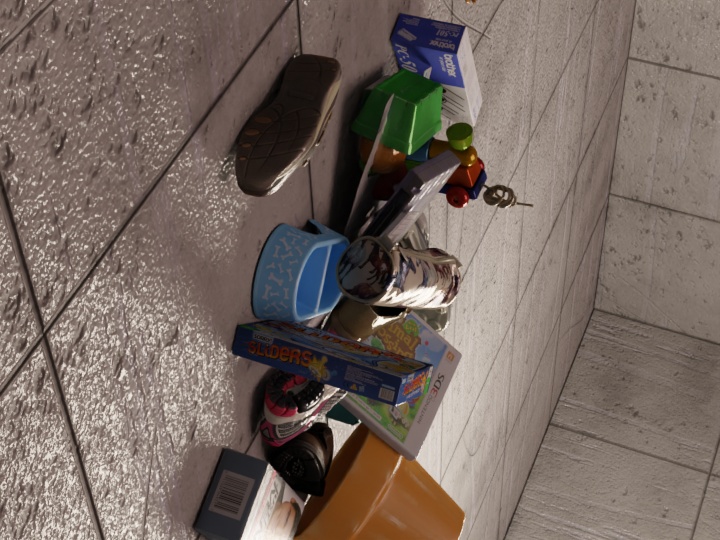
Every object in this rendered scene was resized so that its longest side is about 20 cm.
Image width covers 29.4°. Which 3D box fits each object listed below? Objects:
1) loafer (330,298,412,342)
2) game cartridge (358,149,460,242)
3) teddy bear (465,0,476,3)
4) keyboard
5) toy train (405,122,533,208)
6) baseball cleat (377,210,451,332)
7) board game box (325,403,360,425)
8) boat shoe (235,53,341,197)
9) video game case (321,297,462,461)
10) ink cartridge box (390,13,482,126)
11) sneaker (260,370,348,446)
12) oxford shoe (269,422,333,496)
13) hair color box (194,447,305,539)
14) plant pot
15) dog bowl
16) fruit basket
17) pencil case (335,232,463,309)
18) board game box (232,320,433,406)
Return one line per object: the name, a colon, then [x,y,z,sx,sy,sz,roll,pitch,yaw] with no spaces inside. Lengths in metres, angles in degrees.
loafer: [0.039,0.034,1.797,0.067,0.077,0.200,-29,-172,40]
game cartridge: [0.042,-0.066,1.762,0.201,0.038,0.130,-52,174,29]
teddy bear: [0.139,-0.463,1.851,0.145,0.066,0.204,-6,104,-82]
keyboard: [0.000,0.000,1.714,0.200,0.011,0.056,-48,164,12]
toy train: [0.146,-0.153,1.894,0.117,0.197,0.085,82,29,-44]
baseball cleat: [0.087,-0.016,1.934,0.202,0.069,0.107,69,26,-18]
board game box: [0.017,0.110,1.963,0.151,0.046,0.203,-7,111,-72]
boat shoe: [-0.068,-0.140,1.422,0.074,0.073,0.201,86,26,-47]
video game case: [0.033,0.122,1.828,0.022,0.199,0.183,-29,-155,49]
ink cartridge box: [0.104,-0.266,1.835,0.200,0.093,0.045,63,44,-65]
sneaker: [-0.061,0.145,1.695,0.199,0.080,0.075,-28,145,-50]
oxford shoe: [-0.070,0.227,1.755,0.200,0.072,0.086,93,15,-72]
hair color box: [-0.128,0.291,1.631,0.200,0.060,0.100,67,41,-65]
plant pot: [0.036,0.330,1.864,0.201,0.182,0.200,-55,-176,5]
dog bowl: [-0.064,0.003,1.603,0.200,0.049,0.113,-16,120,-71]
fruit basket: [0.029,-0.151,1.748,0.185,0.093,0.202,-44,161,-59]
pencil case: [0.053,0.004,1.684,0.089,0.079,0.199,-35,160,23]
board game box: [-0.029,0.101,1.542,0.135,0.197,0.035,-5,110,-73]
